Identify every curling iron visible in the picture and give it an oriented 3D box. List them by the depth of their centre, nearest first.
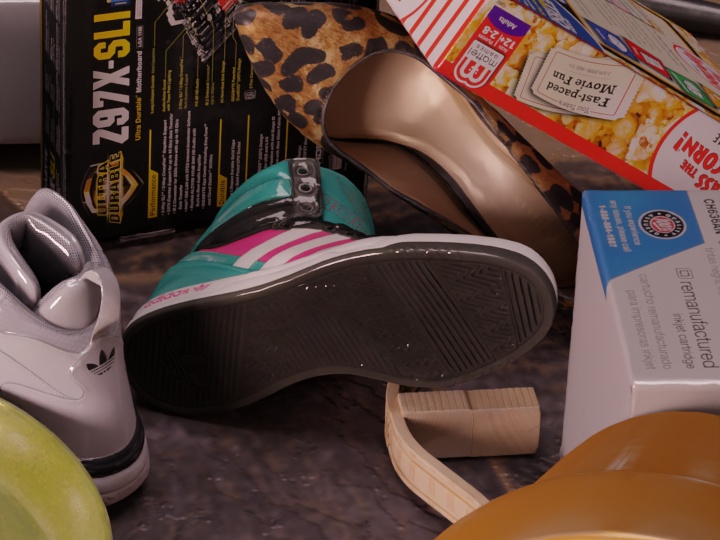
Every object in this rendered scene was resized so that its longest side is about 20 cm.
[{"bbox_3d":[0.136,-0.157,1.620,0.199,0.026,0.050,12,37,13],"label":"curling iron"}]

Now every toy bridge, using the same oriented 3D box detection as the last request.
[{"bbox_3d":[0.044,0.066,1.264,0.067,0.027,0.200,-3,32,-8],"label":"toy bridge"}]

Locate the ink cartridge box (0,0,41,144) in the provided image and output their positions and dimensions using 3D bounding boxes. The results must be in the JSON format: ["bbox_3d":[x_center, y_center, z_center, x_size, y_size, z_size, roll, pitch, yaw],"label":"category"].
[{"bbox_3d":[-0.135,-0.129,1.489,0.198,0.085,0.145,-2,27,-6],"label":"ink cartridge box"}]

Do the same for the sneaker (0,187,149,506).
[{"bbox_3d":[-0.169,0.014,1.243,0.199,0.116,0.075,26,39,32],"label":"sneaker"}]

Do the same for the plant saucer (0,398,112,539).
[{"bbox_3d":[-0.195,0.114,1.121,0.198,0.031,0.201,6,40,-5],"label":"plant saucer"}]

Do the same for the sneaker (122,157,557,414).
[{"bbox_3d":[0.000,0.000,1.289,0.199,0.084,0.121,-8,30,21],"label":"sneaker"}]

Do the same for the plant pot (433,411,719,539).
[{"bbox_3d":[0.103,0.141,1.008,0.199,0.201,0.183,9,23,10],"label":"plant pot"}]

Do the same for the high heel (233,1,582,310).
[{"bbox_3d":[0.035,-0.055,1.341,0.199,0.072,0.143,30,13,-33],"label":"high heel"}]

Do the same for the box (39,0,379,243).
[{"bbox_3d":[-0.071,-0.115,1.375,0.159,0.201,0.049,-9,35,-18],"label":"box"}]

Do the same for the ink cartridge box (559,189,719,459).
[{"bbox_3d":[0.191,0.063,1.171,0.198,0.145,0.148,0,32,-4],"label":"ink cartridge box"}]

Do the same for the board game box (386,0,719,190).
[{"bbox_3d":[0.097,-0.100,1.327,0.199,0.046,0.152,27,19,-30],"label":"board game box"}]
